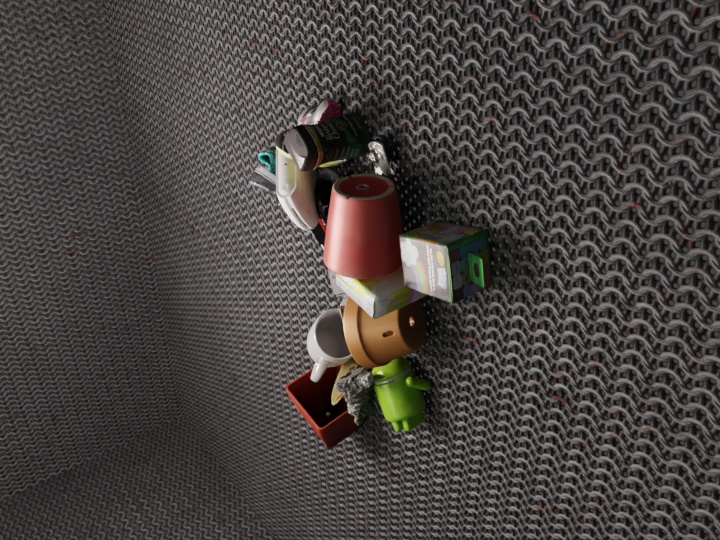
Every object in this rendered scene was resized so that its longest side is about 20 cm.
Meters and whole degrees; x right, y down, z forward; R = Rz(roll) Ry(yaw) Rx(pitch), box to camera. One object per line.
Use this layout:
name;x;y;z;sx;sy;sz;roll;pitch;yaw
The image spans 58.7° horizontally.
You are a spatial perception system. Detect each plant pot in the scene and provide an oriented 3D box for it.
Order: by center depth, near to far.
plant pot;0.008;-0.108;1.439;0.200;0.198;0.180;33;135;44
plant pot;0.070;0.130;1.553;0.138;0.199;0.204;-10;100;33
plant pot;-0.089;0.423;1.976;0.199;0.198;0.178;40;149;39

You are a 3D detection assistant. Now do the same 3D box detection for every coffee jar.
coffee jar;-0.078;-0.304;1.508;0.105;0.198;0.086;57;147;17

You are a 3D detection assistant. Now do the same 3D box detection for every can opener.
can opener;0.070;-0.213;1.485;0.053;0.067;0.203;13;131;48

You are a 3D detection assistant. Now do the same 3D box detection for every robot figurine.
robot figurine;0.098;0.314;1.675;0.174;0.114;0.203;-22;88;53

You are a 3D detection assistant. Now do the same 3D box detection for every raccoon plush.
raccoon plush;0.003;0.338;1.669;0.136;0.095;0.200;65;170;-2

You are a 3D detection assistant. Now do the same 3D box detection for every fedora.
fedora;-0.037;-0.167;1.629;0.200;0.090;0.204;34;132;48

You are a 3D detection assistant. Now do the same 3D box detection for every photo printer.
photo printer;-0.165;-0.217;1.692;0.167;0.068;0.203;55;-155;-54

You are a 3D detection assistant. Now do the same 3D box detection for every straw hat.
straw hat;-0.008;0.318;1.856;0.084;0.203;0.201;26;146;-8

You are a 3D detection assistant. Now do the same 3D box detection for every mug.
mug;-0.095;0.230;1.864;0.146;0.202;0.175;27;154;-7

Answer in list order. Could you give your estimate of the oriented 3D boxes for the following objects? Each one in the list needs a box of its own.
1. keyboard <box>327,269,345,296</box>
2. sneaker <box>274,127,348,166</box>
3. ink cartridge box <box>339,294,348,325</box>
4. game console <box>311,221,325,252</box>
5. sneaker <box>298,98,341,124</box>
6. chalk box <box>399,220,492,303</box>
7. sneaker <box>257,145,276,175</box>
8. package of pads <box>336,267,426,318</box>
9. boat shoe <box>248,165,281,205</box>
keyboard;0.000;0.000;1.693;0.197;0.039;0.106;-14;90;36
sneaker;-0.121;-0.296;1.610;0.090;0.196;0.080;143;136;-71
ink cartridge box;-0.003;0.123;1.669;0.200;0.066;0.119;-65;-41;-79
game console;-0.068;-0.090;1.792;0.202;0.031;0.177;60;151;16
sneaker;-0.118;-0.385;1.640;0.089;0.080;0.200;62;148;8
chalk box;0.192;-0.018;1.329;0.199;0.122;0.127;19;122;51
sneaker;-0.229;-0.292;1.872;0.200;0.079;0.078;45;142;33
package of pads;0.063;0.023;1.479;0.154;0.198;0.069;40;137;38
boat shoe;-0.228;-0.217;1.835;0.199;0.068;0.072;35;175;-18
